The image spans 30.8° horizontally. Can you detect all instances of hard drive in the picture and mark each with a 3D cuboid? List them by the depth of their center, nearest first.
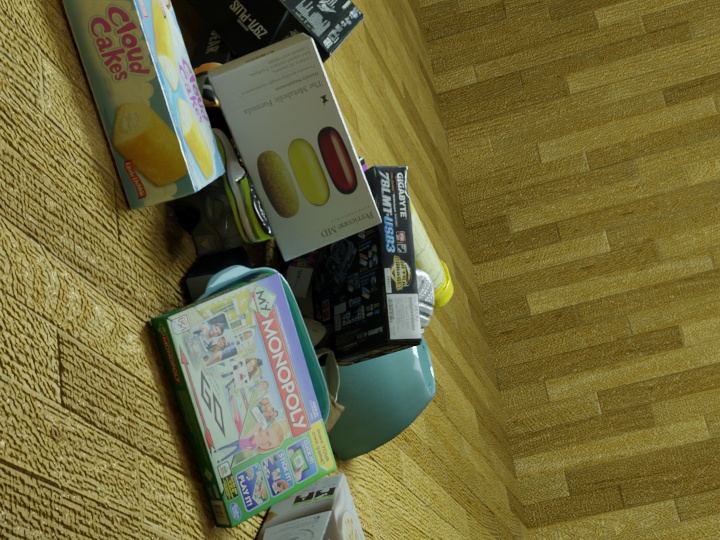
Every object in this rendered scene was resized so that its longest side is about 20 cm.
[{"bbox_3d":[-0.117,0.077,1.339,0.135,0.042,0.200,-69,143,-71],"label":"hard drive"}]

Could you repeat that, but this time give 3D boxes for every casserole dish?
[{"bbox_3d":[-0.104,0.091,1.257,0.121,0.039,0.200,-28,106,-32],"label":"casserole dish"}]

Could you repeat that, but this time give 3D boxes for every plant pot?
[{"bbox_3d":[0.021,0.135,1.702,0.200,0.135,0.201,-15,90,-78],"label":"plant pot"}]

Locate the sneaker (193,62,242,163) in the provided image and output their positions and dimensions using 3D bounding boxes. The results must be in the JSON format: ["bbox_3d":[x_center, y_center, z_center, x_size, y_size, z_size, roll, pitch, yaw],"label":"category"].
[{"bbox_3d":[-0.138,-0.126,1.436,0.200,0.078,0.077,59,19,-23],"label":"sneaker"}]

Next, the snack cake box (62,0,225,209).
[{"bbox_3d":[-0.197,-0.167,1.206,0.115,0.067,0.200,-57,131,-73],"label":"snack cake box"}]

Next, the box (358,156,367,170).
[{"bbox_3d":[-0.019,-0.036,1.798,0.143,0.036,0.200,-43,125,-36],"label":"box"}]

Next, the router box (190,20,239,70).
[{"bbox_3d":[-0.142,-0.214,1.560,0.200,0.052,0.157,-87,158,-56],"label":"router box"}]

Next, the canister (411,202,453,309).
[{"bbox_3d":[0.040,-0.019,1.957,0.200,0.148,0.087,61,12,-44],"label":"canister"}]

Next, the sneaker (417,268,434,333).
[{"bbox_3d":[0.035,0.083,1.854,0.200,0.077,0.112,-69,-157,7],"label":"sneaker"}]

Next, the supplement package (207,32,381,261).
[{"bbox_3d":[-0.068,-0.129,1.344,0.110,0.114,0.200,-118,-174,-75],"label":"supplement package"}]

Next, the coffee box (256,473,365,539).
[{"bbox_3d":[-0.050,0.299,1.290,0.200,0.080,0.115,-63,136,-74],"label":"coffee box"}]

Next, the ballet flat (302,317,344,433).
[{"bbox_3d":[-0.063,0.102,1.471,0.068,0.072,0.200,20,-40,48],"label":"ballet flat"}]

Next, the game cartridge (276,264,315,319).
[{"bbox_3d":[-0.035,-0.007,1.656,0.133,0.040,0.200,39,38,-18],"label":"game cartridge"}]

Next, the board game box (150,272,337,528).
[{"bbox_3d":[-0.104,0.117,1.203,0.134,0.029,0.200,-24,101,-39],"label":"board game box"}]

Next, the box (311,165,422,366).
[{"bbox_3d":[0.000,0.000,1.491,0.200,0.050,0.199,155,-65,-62],"label":"box"}]

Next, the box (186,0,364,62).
[{"bbox_3d":[-0.096,-0.308,1.529,0.164,0.086,0.200,46,24,-10],"label":"box"}]

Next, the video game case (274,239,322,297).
[{"bbox_3d":[-0.068,-0.099,1.537,0.200,0.036,0.182,-103,-156,-53],"label":"video game case"}]

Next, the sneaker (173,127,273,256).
[{"bbox_3d":[-0.152,-0.080,1.311,0.200,0.081,0.074,-123,-169,-58],"label":"sneaker"}]
